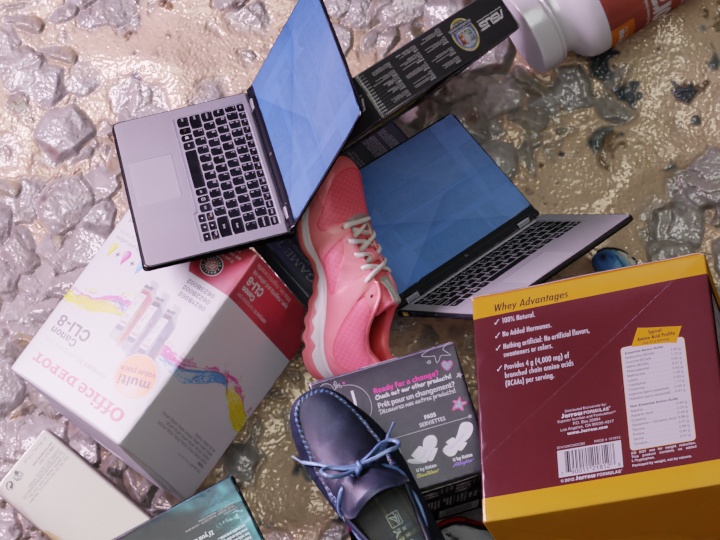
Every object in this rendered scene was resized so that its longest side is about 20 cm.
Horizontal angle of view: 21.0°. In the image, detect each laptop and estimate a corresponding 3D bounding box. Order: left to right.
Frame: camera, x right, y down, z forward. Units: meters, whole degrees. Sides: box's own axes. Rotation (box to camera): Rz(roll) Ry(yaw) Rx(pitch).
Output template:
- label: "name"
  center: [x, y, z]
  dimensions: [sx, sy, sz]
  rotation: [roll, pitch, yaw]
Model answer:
- label: "laptop"
  center: [-0.108, -0.124, 1.629]
  dimensions: [0.198, 0.117, 0.188]
  rotation: [-14, 45, -6]
- label: "laptop"
  center: [0.096, -0.052, 1.713]
  dimensions: [0.187, 0.199, 0.117]
  rotation: [-33, 109, -30]

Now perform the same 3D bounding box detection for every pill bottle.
- label: "pill bottle"
  center: [0.230, -0.270, 1.799]
  dimensions: [0.199, 0.112, 0.113]
  rotation: [-32, 76, -6]

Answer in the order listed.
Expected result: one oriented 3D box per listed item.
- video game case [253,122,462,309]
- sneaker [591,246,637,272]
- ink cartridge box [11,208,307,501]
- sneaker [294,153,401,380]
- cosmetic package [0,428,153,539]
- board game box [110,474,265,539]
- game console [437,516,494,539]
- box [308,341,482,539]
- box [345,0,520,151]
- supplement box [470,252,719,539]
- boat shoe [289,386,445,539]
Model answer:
- label: "video game case"
  center: [-0.021, -0.067, 1.760]
  dimensions: [0.199, 0.019, 0.143]
  rotation: [-34, 75, -32]
- label: "sneaker"
  center: [0.226, 0.076, 1.723]
  dimensions: [0.089, 0.078, 0.202]
  rotation: [-9, 74, 3]
- label: "ink cartridge box"
  center: [-0.169, 0.067, 1.686]
  dimensions: [0.145, 0.145, 0.201]
  rotation: [29, 78, 31]
- label: "sneaker"
  center: [0.000, 0.000, 1.652]
  dimensions: [0.086, 0.073, 0.202]
  rotation: [8, 107, 36]
- label: "cosmetic package"
  center: [-0.213, 0.232, 1.683]
  dimensions: [0.199, 0.105, 0.071]
  rotation: [38, 81, 13]
- label: "board game box"
  center: [-0.163, 0.276, 1.602]
  dimensions: [0.199, 0.028, 0.136]
  rotation: [-27, 77, -3]
- label: "game console"
  center: [0.136, 0.317, 1.688]
  dimensions: [0.198, 0.031, 0.179]
  rotation: [13, 81, 6]
- label: "box"
  center: [0.035, 0.148, 1.645]
  dimensions: [0.131, 0.200, 0.116]
  rotation: [-16, 76, -2]
- label: "box"
  center: [0.027, -0.159, 1.711]
  dimensions: [0.200, 0.160, 0.044]
  rotation: [-37, 92, -40]
- label: "supplement box"
  center: [0.201, 0.120, 1.542]
  dimensions: [0.195, 0.133, 0.202]
  rotation: [-11, 56, 16]
- label: "boat shoe"
  center: [0.018, 0.170, 1.501]
  dimensions: [0.084, 0.069, 0.200]
  rotation: [-39, 79, -7]
